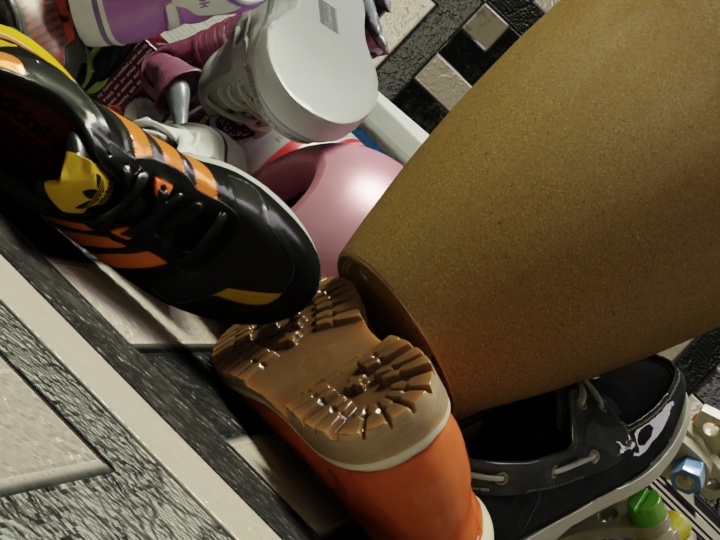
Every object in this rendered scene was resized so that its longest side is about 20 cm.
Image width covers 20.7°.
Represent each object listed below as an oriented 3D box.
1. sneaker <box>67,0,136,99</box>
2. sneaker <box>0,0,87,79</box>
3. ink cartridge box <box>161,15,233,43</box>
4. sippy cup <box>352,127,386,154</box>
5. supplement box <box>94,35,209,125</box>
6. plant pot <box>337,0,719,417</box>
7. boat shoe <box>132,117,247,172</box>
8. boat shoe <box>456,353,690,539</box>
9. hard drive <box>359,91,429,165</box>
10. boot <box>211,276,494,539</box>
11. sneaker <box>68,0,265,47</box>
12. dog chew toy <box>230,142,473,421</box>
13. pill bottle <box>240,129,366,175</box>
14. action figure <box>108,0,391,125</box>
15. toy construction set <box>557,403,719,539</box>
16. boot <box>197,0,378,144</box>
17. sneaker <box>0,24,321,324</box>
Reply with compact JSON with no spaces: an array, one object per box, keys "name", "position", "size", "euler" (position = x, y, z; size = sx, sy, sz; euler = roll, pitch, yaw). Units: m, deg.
[{"name":"sneaker","position":[-0.175,-0.148,1.189],"size":[0.072,0.083,0.200],"euler":[43,5,-6]},{"name":"sneaker","position":[-0.224,-0.165,1.040],"size":[0.200,0.071,0.098],"euler":[55,24,10]},{"name":"ink cartridge box","position":[-0.134,-0.222,1.445],"size":[0.160,0.200,0.047],"euler":[44,6,5]},{"name":"sippy cup","position":[-0.037,-0.077,1.498],"size":[0.140,0.178,0.130],"euler":[-14,30,-31]},{"name":"supplement box","position":[-0.166,-0.145,1.361],"size":[0.200,0.061,0.109],"euler":[43,5,-3]},{"name":"plant pot","position":[0.095,-0.024,0.933],"size":[0.186,0.200,0.186],"euler":[51,-16,21]},{"name":"boat shoe","position":[-0.101,-0.049,1.011],"size":[0.065,0.074,0.200],"euler":[46,3,-20]},{"name":"boat shoe","position":[0.103,0.079,0.977],"size":[0.072,0.068,0.200],"euler":[16,29,38]},{"name":"hard drive","position":[0.072,-0.048,1.322],"size":[0.200,0.026,0.132],"euler":[46,7,37]},{"name":"boot","position":[-0.003,0.072,0.889],"size":[0.107,0.075,0.200],"euler":[62,-8,-26]},{"name":"sneaker","position":[-0.094,-0.170,1.110],"size":[0.200,0.114,0.073],"euler":[-92,169,-70]},{"name":"dog chew toy","position":[0.012,0.027,1.046],"size":[0.200,0.125,0.125],"euler":[50,2,-28]},{"name":"pill bottle","position":[0.000,0.000,1.178],"size":[0.200,0.112,0.112],"euler":[44,5,13]},{"name":"action figure","position":[-0.082,-0.139,1.245],"size":[0.134,0.200,0.149],"euler":[14,56,-74]},{"name":"toy construction set","position":[0.138,0.119,1.053],"size":[0.200,0.131,0.092],"euler":[-44,127,-55]},{"name":"boot","position":[-0.045,-0.099,1.083],"size":[0.074,0.096,0.200],"euler":[34,24,-14]},{"name":"sneaker","position":[-0.107,-0.031,0.853],"size":[0.200,0.070,0.090],"euler":[34,11,-9]}]
